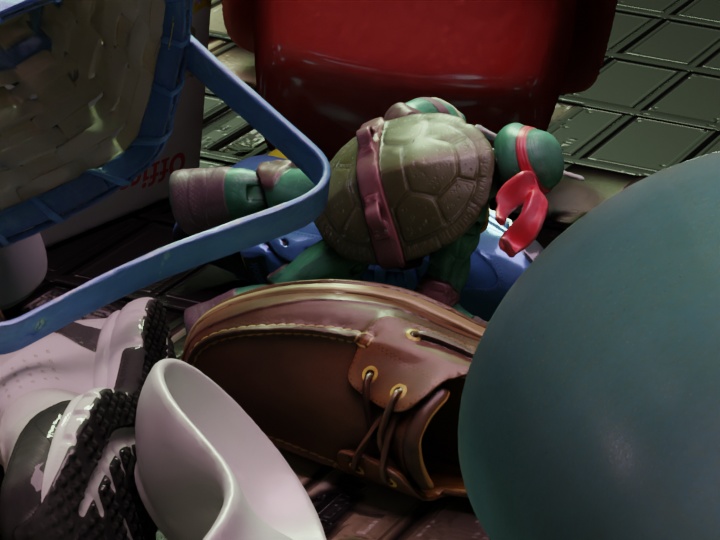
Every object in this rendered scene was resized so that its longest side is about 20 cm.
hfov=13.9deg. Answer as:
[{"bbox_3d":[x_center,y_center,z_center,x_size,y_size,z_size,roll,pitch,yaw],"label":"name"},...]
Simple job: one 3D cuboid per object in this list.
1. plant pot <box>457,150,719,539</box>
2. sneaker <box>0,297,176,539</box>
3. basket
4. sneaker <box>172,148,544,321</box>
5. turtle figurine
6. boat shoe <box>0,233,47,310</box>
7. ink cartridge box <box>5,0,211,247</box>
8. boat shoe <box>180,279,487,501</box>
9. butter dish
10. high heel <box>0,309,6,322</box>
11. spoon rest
[{"bbox_3d":[0.148,0.085,0.960,0.200,0.201,0.161,-2,34,-14],"label":"plant pot"},{"bbox_3d":[-0.118,0.072,1.133,0.080,0.074,0.200,-10,15,7],"label":"sneaker"},{"bbox_3d":[-0.131,-0.062,1.209,0.176,0.139,0.200,-22,49,-28],"label":"basket"},{"bbox_3d":[0.000,0.000,1.334,0.200,0.066,0.078,20,37,38],"label":"sneaker"},{"bbox_3d":[0.020,-0.023,1.247,0.200,0.101,0.150,-13,51,17],"label":"turtle figurine"},{"bbox_3d":[-0.236,-0.002,1.296,0.200,0.069,0.057,-2,-22,-33],"label":"boat shoe"},{"bbox_3d":[-0.144,-0.124,1.439,0.085,0.200,0.144,21,27,29],"label":"ink cartridge box"},{"bbox_3d":[0.022,0.053,1.176,0.200,0.072,0.068,11,22,9],"label":"boat shoe"},{"bbox_3d":[0.022,-0.089,1.465,0.200,0.148,0.199,7,-19,2],"label":"butter dish"},{"bbox_3d":[-0.250,0.030,1.222,0.200,0.072,0.143,7,11,11],"label":"high heel"},{"bbox_3d":[-0.050,0.090,1.051,0.061,0.099,0.200,-37,12,17],"label":"spoon rest"}]
